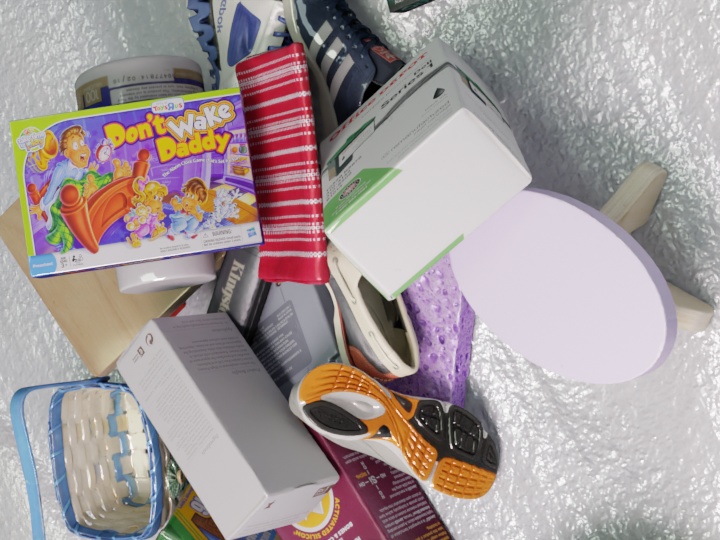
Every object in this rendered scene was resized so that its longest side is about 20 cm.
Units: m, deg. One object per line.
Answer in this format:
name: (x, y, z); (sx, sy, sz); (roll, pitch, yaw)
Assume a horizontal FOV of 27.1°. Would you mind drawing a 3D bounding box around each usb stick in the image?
usb stick: (-0.111, 0.016, 1.395); (0.055, 0.033, 0.201); (26, 108, 23)

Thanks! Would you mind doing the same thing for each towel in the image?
towel: (-0.068, -0.087, 1.274); (0.144, 0.022, 0.201); (-173, 76, -67)

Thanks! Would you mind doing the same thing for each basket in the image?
basket: (-0.257, 0.186, 1.472); (0.139, 0.200, 0.177); (-5, 95, 37)

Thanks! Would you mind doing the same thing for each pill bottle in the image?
pill bottle: (-0.190, -0.085, 1.367); (0.119, 0.119, 0.201); (-14, 82, 37)

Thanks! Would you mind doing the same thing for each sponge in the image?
sponge: (0.051, 0.019, 1.327); (0.111, 0.030, 0.201); (15, 106, 35)

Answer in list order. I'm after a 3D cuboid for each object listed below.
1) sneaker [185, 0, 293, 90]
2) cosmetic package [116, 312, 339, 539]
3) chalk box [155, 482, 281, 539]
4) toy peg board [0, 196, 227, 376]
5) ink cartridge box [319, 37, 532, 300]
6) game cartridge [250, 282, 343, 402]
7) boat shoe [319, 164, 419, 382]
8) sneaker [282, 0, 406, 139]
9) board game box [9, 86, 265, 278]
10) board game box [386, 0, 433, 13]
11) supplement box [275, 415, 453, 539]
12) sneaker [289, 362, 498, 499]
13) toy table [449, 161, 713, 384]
sneaker: (-0.081, -0.195, 1.359); (0.115, 0.080, 0.200); (-29, 78, 38)
cosmetic package: (-0.119, 0.134, 1.324); (0.074, 0.101, 0.200); (-50, 62, 30)
chalk box: (-0.106, 0.304, 1.409); (0.199, 0.124, 0.125); (30, 117, 1)
toy peg board: (-0.228, -0.033, 1.501); (0.199, 0.098, 0.200); (-42, 73, 17)
ink cartridge box: (0.045, -0.087, 1.188); (0.146, 0.200, 0.084); (-41, 110, 13)
game cartridge: (-0.087, 0.081, 1.419); (0.200, 0.040, 0.134); (-37, 67, 37)
boat shoe: (0.000, 0.000, 1.297); (0.062, 0.071, 0.201); (-13, 93, 50)
sneaker: (-0.002, -0.191, 1.309); (0.084, 0.075, 0.201); (-14, 99, 38)
board game box: (-0.190, -0.074, 1.283); (0.199, 0.045, 0.135); (-9, 88, -1)
board game box: (0.090, -0.311, 1.247); (0.199, 0.028, 0.136); (-17, 88, 37)
supplement box: (-0.007, 0.226, 1.368); (0.110, 0.085, 0.200); (-43, 72, 32)
sneaker: (0.028, 0.138, 1.310); (0.076, 0.199, 0.092); (-64, 14, -13)
toy table: (0.178, 0.006, 1.177); (0.200, 0.117, 0.184); (44, 120, 23)
